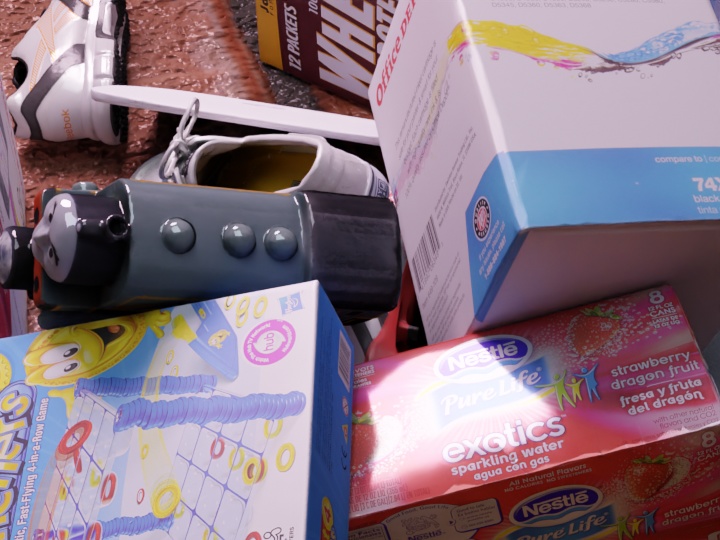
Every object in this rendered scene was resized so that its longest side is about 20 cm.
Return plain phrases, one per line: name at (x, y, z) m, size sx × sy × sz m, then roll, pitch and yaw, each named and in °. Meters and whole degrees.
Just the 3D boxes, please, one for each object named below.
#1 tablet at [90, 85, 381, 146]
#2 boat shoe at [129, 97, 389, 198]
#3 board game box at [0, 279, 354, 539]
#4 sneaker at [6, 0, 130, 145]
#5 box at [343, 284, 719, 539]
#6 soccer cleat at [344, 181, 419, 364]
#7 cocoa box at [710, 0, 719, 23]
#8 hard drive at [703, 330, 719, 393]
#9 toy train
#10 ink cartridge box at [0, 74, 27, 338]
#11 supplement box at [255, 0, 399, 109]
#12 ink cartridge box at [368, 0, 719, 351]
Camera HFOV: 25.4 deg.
tablet at (-0.056, -0.098, 1.010) m, size 0.200 × 0.014 × 0.130 m, roll 9°, pitch 7°, yaw 11°
boat shoe at (-0.083, -0.055, 0.920) m, size 0.202 × 0.086 × 0.075 m, roll 9°, pitch 70°, yaw 44°
board game box at (-0.105, 0.112, 0.707) m, size 0.196 × 0.056 × 0.200 m, roll -11°, pitch 49°, yaw 14°
sneaker at (-0.199, -0.161, 1.091) m, size 0.080 × 0.074 × 0.200 m, roll -6°, pitch 42°, yaw 0°
box at (0.072, 0.093, 0.770) m, size 0.200 × 0.100 × 0.096 m, roll -15°, pitch 44°, yaw 4°
soccer cleat at (0.000, 0.000, 0.921) m, size 0.085 × 0.069 × 0.200 m, roll 9°, pitch 49°, yaw 5°
cocoa box at (0.327, -0.130, 0.999) m, size 0.200 × 0.133 × 0.131 m, roll 31°, pitch 53°, yaw 30°
hard drive at (0.203, 0.087, 0.846) m, size 0.140 × 0.033 × 0.200 m, roll -7°, pitch 43°, yaw -6°
toy train at (-0.075, -0.006, 0.794) m, size 0.200 × 0.114 × 0.085 m, roll 6°, pitch 76°, yaw -28°
ink cartridge box at (-0.237, -0.028, 0.897) m, size 0.086 × 0.148 × 0.200 m, roll -6°, pitch 45°, yaw -6°
supplement box at (0.064, -0.208, 1.089) m, size 0.200 × 0.133 × 0.197 m, roll 27°, pitch 51°, yaw 27°
ink cartridge box at (0.104, -0.063, 0.832) m, size 0.146 × 0.147 × 0.200 m, roll -2°, pitch 57°, yaw -17°
